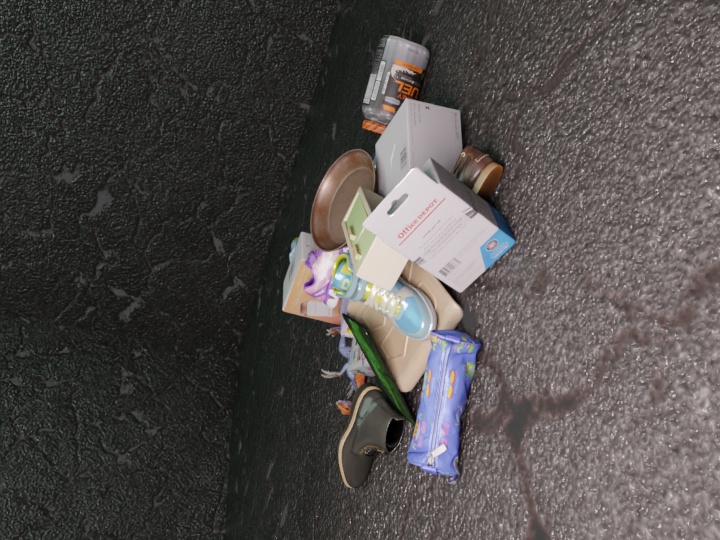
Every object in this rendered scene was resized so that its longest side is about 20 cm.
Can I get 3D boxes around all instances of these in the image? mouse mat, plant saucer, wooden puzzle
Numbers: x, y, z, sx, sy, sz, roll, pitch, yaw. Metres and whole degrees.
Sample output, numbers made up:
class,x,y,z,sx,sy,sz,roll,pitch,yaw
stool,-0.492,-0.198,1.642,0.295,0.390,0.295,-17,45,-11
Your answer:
class,x,y,z,sx,sy,sz,roll,pitch,yaw
mouse mat,0.031,0.171,1.053,0.204,0.007,0.161,63,169,-11
plant saucer,-0.026,-0.129,1.153,0.198,0.036,0.207,-27,53,43
wooden puzzle,0.075,0.069,1.029,0.201,0.045,0.188,52,123,36

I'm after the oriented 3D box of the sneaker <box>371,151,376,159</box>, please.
class,x,y,z,sx,sy,sz,roll,pitch,yaw
sneaker,0.025,-0.201,1.460,0.088,0.073,0.206,-121,47,-68

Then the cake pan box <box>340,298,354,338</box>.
class,x,y,z,sx,sy,sz,roll,pitch,yaw
cake pan box,0.000,0.000,1.191,0.202,0.051,0.189,-94,18,-60

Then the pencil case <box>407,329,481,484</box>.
class,x,y,z,sx,sy,sz,roll,pitch,yaw
pencil case,0.118,0.187,0.852,0.087,0.075,0.207,28,-107,-77

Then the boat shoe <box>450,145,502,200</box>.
class,x,y,z,sx,sy,sz,roll,pitch,yaw
boat shoe,0.147,-0.094,0.945,0.070,0.070,0.204,39,114,27

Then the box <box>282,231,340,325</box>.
class,x,y,z,sx,sy,sz,roll,pitch,yaw
box,-0.066,0.026,1.385,0.108,0.194,0.155,-98,27,-53

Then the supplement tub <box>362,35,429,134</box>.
class,x,y,z,sx,sy,sz,roll,pitch,yaw
supplement tub,0.075,-0.409,1.361,0.123,0.119,0.206,-128,52,-69

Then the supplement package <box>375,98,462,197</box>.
class,x,y,z,sx,sy,sz,roll,pitch,yaw
supplement package,0.103,-0.166,1.074,0.156,0.107,0.207,137,135,-62

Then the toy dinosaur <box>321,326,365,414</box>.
class,x,y,z,sx,sy,sz,roll,pitch,yaw
toy dinosaur,-0.017,0.206,1.301,0.201,0.103,0.185,-49,51,36

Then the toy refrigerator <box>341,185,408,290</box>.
class,x,y,z,sx,sy,sz,roll,pitch,yaw
toy refrigerator,0.020,-0.058,0.962,0.077,0.068,0.201,-60,21,21

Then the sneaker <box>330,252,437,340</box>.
class,x,y,z,sx,sy,sz,roll,pitch,yaw
sneaker,0.024,0.042,0.959,0.200,0.128,0.081,43,115,38

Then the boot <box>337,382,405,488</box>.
class,x,y,z,sx,sy,sz,roll,pitch,yaw
boot,0.020,0.331,1.111,0.138,0.075,0.207,28,113,61

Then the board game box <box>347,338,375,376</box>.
class,x,y,z,sx,sy,sz,roll,pitch,yaw
board game box,0.042,0.120,1.192,0.200,0.062,0.153,144,136,-65

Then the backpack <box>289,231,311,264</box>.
class,x,y,z,sx,sy,sz,roll,pitch,yaw
backpack,-0.092,-0.018,1.512,0.152,0.197,0.168,-26,49,44

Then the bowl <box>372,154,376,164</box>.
class,x,y,z,sx,sy,sz,roll,pitch,yaw
bowl,0.073,-0.198,1.263,0.200,0.091,0.208,-166,89,-73

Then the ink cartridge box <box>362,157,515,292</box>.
class,x,y,z,sx,sy,sz,roll,pitch,yaw
ink cartridge box,0.105,-0.069,0.834,0.116,0.197,0.068,-43,32,27

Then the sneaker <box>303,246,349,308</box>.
class,x,y,z,sx,sy,sz,roll,pitch,yaw
sneaker,-0.067,-0.028,1.230,0.081,0.086,0.207,-104,28,-78
